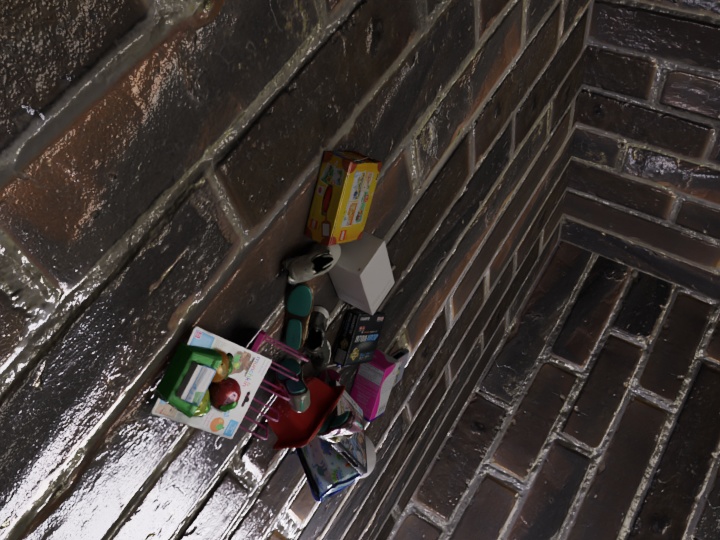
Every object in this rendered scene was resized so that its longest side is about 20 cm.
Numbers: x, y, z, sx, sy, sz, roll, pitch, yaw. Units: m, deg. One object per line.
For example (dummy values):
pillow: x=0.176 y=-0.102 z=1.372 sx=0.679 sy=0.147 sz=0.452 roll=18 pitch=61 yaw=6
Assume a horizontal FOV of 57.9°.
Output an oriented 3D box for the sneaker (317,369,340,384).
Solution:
sneaker: x=-0.115 y=0.387 z=1.864 sx=0.201 sy=0.081 sz=0.089 roll=-52 pitch=151 yaw=-25

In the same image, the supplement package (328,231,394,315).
supplement package: x=0.000 y=0.000 z=1.697 sx=0.120 sy=0.120 sz=0.201 roll=-54 pitch=153 yaw=-22

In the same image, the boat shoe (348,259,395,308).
boat shoe: x=0.021 y=0.030 z=1.861 sx=0.200 sy=0.057 sz=0.067 roll=-45 pitch=-176 yaw=-31

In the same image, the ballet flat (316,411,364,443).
ballet flat: x=-0.058 y=0.398 z=1.638 sx=0.199 sy=0.071 sz=0.069 roll=-27 pitch=-158 yaw=51

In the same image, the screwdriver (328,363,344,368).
screwdriver: x=-0.076 y=0.278 z=1.899 sx=0.028 sy=0.029 sz=0.200 roll=-68 pitch=160 yaw=7

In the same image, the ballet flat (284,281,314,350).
ballet flat: x=-0.144 y=0.100 z=1.582 sx=0.072 sy=0.067 sz=0.202 roll=-63 pitch=165 yaw=-58

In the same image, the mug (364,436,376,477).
mug: x=-0.054 y=0.637 z=2.146 sx=0.153 sy=0.148 sz=0.189 roll=8 pitch=99 yaw=-56

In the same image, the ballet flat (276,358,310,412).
ballet flat: x=-0.164 y=0.281 z=1.577 sx=0.067 sy=0.200 sz=0.064 roll=-12 pitch=109 yaw=-11

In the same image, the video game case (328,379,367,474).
video game case: x=-0.034 y=0.431 z=1.797 sx=0.201 sy=0.025 sz=0.181 roll=-95 pitch=158 yaw=-46

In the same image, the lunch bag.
lunch bag: x=-0.106 y=0.555 z=1.865 sx=0.126 sy=0.171 sz=0.200 roll=-11 pitch=155 yaw=-33

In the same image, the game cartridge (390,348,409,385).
game cartridge: x=0.107 y=0.367 z=2.341 sx=0.199 sy=0.041 sz=0.134 roll=-21 pitch=134 yaw=-57

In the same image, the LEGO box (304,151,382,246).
LEGO box: x=-0.039 y=-0.169 z=1.520 sx=0.148 sy=0.077 sz=0.202 roll=-16 pitch=126 yaw=-58

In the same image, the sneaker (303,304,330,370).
sneaker: x=-0.117 y=0.193 z=1.682 sx=0.091 sy=0.066 sz=0.202 roll=-67 pitch=162 yaw=-54

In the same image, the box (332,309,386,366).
box: x=-0.001 y=0.199 z=1.948 sx=0.200 sy=0.046 sz=0.161 roll=9 pitch=99 yaw=-65

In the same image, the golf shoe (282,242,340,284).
golf shoe: x=-0.087 y=-0.021 z=1.517 sx=0.200 sy=0.096 sz=0.079 roll=-35 pitch=112 yaw=-51

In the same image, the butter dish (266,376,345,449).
butter dish: x=-0.167 y=0.340 z=1.664 sx=0.199 sy=0.148 sz=0.200 roll=-25 pitch=-159 yaw=54

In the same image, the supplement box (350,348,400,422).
supplement box: x=0.042 y=0.377 z=2.141 sx=0.101 sy=0.103 sz=0.202 roll=-13 pitch=125 yaw=-58

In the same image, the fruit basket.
fruit basket: x=-0.290 y=0.232 z=1.300 sx=0.199 sy=0.093 sz=0.187 roll=32 pitch=83 yaw=-33

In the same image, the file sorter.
file sorter: x=-0.213 y=0.252 z=1.440 sx=0.201 sy=0.125 sz=0.139 roll=-63 pitch=-175 yaw=-5
